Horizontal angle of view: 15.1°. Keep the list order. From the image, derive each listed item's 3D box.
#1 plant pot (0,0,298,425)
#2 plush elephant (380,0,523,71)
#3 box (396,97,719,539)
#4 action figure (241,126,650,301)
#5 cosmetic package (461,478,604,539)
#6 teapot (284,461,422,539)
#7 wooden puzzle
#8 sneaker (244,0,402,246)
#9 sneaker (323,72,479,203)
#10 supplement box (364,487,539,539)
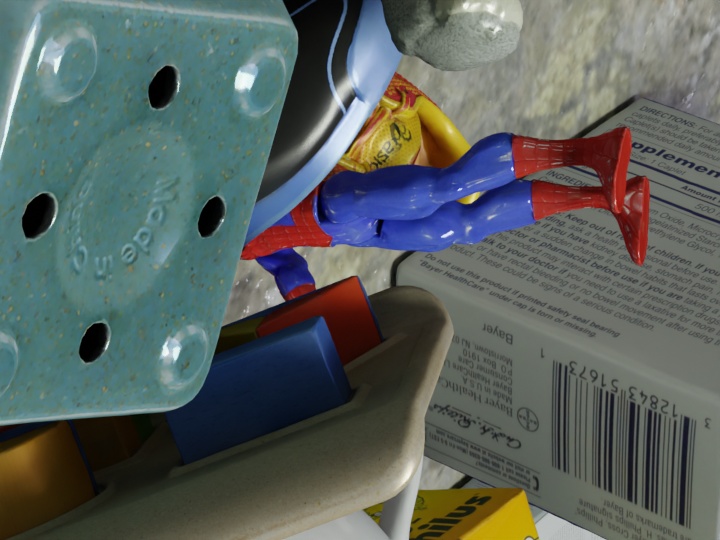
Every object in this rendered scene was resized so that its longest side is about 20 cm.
[{"bbox_3d":[-0.135,-0.046,0.772,0.195,0.199,0.198,-1,112,-56],"label":"plant pot"},{"bbox_3d":[-0.023,-0.177,0.894,0.155,0.163,0.201,86,9,-55],"label":"plush elephant"},{"bbox_3d":[0.145,0.027,1.244,0.200,0.183,0.106,-34,135,-40],"label":"box"},{"bbox_3d":[0.000,0.000,0.995,0.065,0.199,0.100,59,36,-57],"label":"action figure"},{"bbox_3d":[0.103,0.170,1.397,0.150,0.051,0.201,-33,135,-39],"label":"cosmetic package"},{"bbox_3d":[-0.074,0.127,1.023,0.147,0.197,0.200,61,18,-9],"label":"teapot"},{"bbox_3d":[-0.065,0.052,0.873,0.200,0.184,0.047,-74,143,-78],"label":"wooden puzzle"},{"bbox_3d":[-0.070,-0.045,0.947,0.200,0.070,0.078,-47,131,5],"label":"sneaker"},{"bbox_3d":[-0.017,-0.069,1.041,0.200,0.077,0.073,23,91,-50],"label":"sneaker"},{"bbox_3d":[0.032,0.209,1.194,0.109,0.109,0.201,-32,108,-43],"label":"supplement box"}]
